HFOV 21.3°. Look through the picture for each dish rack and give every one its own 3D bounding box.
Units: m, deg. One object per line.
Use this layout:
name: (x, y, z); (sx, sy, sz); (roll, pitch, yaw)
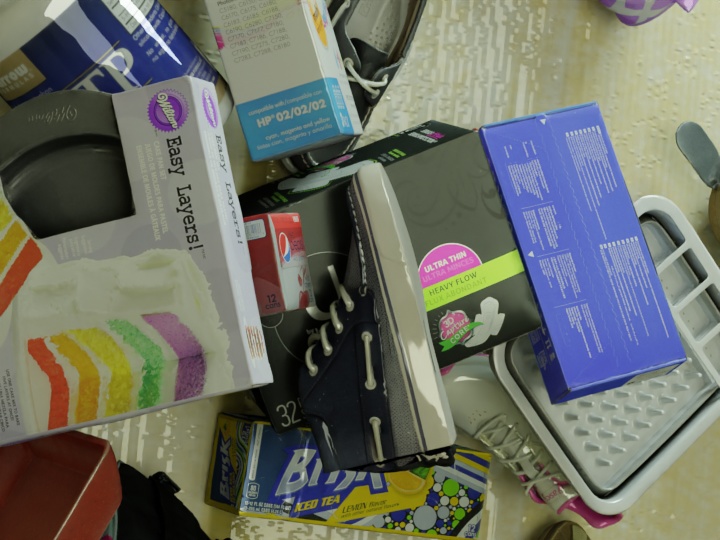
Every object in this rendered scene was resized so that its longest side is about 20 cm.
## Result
dish rack: (0.192, 0.062, 1.418); (0.200, 0.043, 0.172); (-41, 105, -22)

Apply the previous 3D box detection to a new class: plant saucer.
plant saucer: (-0.227, 0.192, 1.194); (0.037, 0.199, 0.201); (36, 75, -24)

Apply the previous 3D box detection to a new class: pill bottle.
pill bottle: (-0.187, -0.149, 1.252); (0.120, 0.120, 0.200); (-48, 111, -18)

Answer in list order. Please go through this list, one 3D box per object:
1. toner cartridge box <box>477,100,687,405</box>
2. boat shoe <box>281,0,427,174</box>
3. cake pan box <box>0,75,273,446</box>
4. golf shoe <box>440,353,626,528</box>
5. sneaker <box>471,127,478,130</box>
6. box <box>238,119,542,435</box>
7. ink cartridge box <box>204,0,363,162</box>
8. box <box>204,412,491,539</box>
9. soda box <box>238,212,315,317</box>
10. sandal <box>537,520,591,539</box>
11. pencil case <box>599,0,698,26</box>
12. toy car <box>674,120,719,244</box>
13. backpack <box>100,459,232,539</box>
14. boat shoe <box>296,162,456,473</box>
toner cartridge box: (0.152, -0.014, 1.360); (0.094, 0.043, 0.201); (-12, 75, -17)
boat shoe: (0.001, -0.159, 1.385); (0.074, 0.060, 0.201); (30, 78, -31)
cake pan box: (-0.161, -0.007, 1.158); (0.183, 0.052, 0.201); (-12, 86, 10)
golf shoe: (0.131, 0.127, 1.440); (0.199, 0.075, 0.092); (25, 44, -25)
sneaker: (0.135, -0.052, 1.454); (0.199, 0.071, 0.113); (-3, 96, -26)
box: (0.000, 0.000, 1.327); (0.199, 0.124, 0.149); (-22, 102, -7)
ink cartridge box: (-0.062, -0.179, 1.302); (0.067, 0.115, 0.201); (-16, 92, 8)
box: (-0.008, 0.150, 1.387); (0.199, 0.064, 0.071); (11, 87, -28)
soda box: (-0.134, 0.012, 1.216); (0.199, 0.070, 0.064); (-11, 89, 15)
sandal: (0.112, 0.271, 1.465); (0.200, 0.054, 0.081); (-49, 118, -34)
pencil case: (0.176, -0.276, 1.462); (0.200, 0.085, 0.084); (42, 75, -23)
toy car: (0.335, -0.043, 1.527); (0.164, 0.158, 0.201); (-22, 90, -17)
backpack: (-0.142, 0.240, 1.244); (0.150, 0.200, 0.178); (-40, 111, 0)
boat shoe: (-0.003, 0.037, 1.233); (0.092, 0.075, 0.201); (-13, 91, 7)
